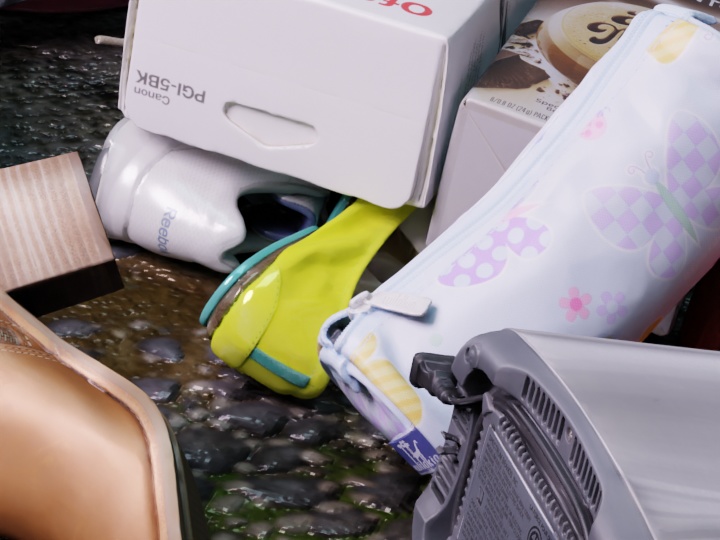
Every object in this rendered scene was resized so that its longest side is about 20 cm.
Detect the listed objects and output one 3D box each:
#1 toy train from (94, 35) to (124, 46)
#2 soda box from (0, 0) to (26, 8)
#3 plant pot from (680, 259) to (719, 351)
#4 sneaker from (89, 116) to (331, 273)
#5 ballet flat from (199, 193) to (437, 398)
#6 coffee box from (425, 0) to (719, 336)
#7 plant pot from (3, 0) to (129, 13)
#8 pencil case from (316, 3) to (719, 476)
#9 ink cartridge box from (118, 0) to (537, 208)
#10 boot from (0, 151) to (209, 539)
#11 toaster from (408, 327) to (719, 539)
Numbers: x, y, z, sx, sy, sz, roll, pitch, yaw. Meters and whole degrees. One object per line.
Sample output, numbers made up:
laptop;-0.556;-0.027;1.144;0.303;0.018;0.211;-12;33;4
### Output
toy train;-0.076;-0.146;1.205;0.199;0.085;0.116;-6;19;-30
soda box;-0.158;-0.190;1.196;0.199;0.064;0.071;-20;17;-14
plant pot;0.241;0.004;0.880;0.199;0.177;0.200;11;25;4
sneaker;-0.041;-0.047;1.030;0.087;0.075;0.200;30;39;21
ballet flat;0.000;0.000;0.951;0.067;0.067;0.200;36;33;6
coffee box;0.118;-0.068;0.989;0.112;0.080;0.200;20;33;10
plant pot;-0.197;-0.269;1.296;0.199;0.180;0.200;7;25;-3
pencil case;0.075;-0.007;0.832;0.091;0.200;0.083;48;-8;-12
ink cartridge box;-0.001;-0.121;0.999;0.146;0.083;0.200;18;31;12
boot;-0.137;0.068;0.727;0.154;0.074;0.201;-20;65;-5
toaster;0.100;0.094;0.718;0.128;0.114;0.200;4;26;-21
